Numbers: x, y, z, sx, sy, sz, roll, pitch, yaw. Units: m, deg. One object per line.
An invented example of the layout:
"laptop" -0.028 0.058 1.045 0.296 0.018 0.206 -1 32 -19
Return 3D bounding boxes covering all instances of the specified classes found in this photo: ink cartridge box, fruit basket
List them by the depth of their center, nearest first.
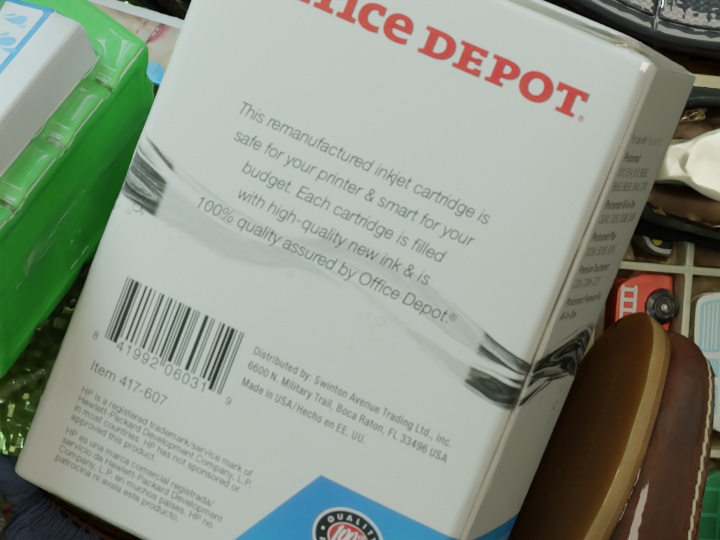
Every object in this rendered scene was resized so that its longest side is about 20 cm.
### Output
"ink cartridge box" 0.000 0.000 0.755 0.145 0.084 0.201 25 98 17
"fruit basket" -0.175 -0.055 0.782 0.199 0.094 0.186 25 54 13

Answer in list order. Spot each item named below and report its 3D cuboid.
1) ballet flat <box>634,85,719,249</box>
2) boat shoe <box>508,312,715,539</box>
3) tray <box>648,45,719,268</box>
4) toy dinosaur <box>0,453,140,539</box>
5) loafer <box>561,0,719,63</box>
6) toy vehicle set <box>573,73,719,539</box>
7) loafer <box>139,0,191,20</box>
"ballet flat" 0.163 -0.026 0.815 0.198 0.068 0.069 2 93 -16
"boat shoe" 0.079 0.116 0.790 0.070 0.070 0.201 25 76 -16
"tray" 0.137 -0.098 0.914 0.098 0.037 0.202 -12 81 -14
"toy dinosaur" -0.136 0.065 0.801 0.180 0.105 0.201 4 66 -29
"loafer" 0.135 -0.098 0.867 0.198 0.063 0.072 14 69 -2
"toy vehicle set" 0.130 0.032 0.858 0.123 0.026 0.202 3 91 -16
"loafer" -0.077 -0.165 0.871 0.072 0.063 0.201 -29 85 -14
